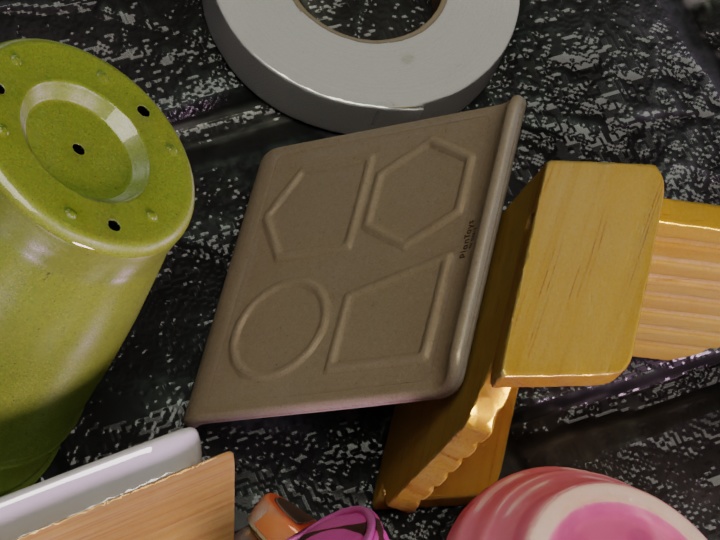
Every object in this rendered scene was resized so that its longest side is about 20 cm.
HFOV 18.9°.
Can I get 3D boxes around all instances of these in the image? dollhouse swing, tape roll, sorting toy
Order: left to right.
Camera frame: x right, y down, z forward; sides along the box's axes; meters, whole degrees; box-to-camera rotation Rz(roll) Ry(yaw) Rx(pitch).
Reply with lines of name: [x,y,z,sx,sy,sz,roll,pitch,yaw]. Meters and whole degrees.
sorting toy: [0.000,0.000,1.189,0.036,0.200,0.185,41,51,-38]
tape roll: [0.001,-0.177,1.352,0.202,0.037,0.203,6,62,-10]
dollhouse swing: [0.132,0.055,1.168,0.176,0.200,0.182,21,59,-11]

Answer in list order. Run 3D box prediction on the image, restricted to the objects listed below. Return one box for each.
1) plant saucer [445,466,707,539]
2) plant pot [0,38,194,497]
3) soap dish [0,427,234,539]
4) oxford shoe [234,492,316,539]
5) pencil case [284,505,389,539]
plant saucer: [0.135,0.190,1.142,0.200,0.051,0.201,18,51,-24]
plant pot: [-0.186,-0.010,1.089,0.200,0.193,0.201,27,41,-26]
soap dish: [-0.164,0.153,1.076,0.200,0.157,0.081,-21,85,-22]
oxford shoe: [0.005,0.208,1.142,0.200,0.071,0.073,41,94,3]
pencil case: [0.008,0.221,1.057,0.091,0.094,0.200,-25,107,5]
